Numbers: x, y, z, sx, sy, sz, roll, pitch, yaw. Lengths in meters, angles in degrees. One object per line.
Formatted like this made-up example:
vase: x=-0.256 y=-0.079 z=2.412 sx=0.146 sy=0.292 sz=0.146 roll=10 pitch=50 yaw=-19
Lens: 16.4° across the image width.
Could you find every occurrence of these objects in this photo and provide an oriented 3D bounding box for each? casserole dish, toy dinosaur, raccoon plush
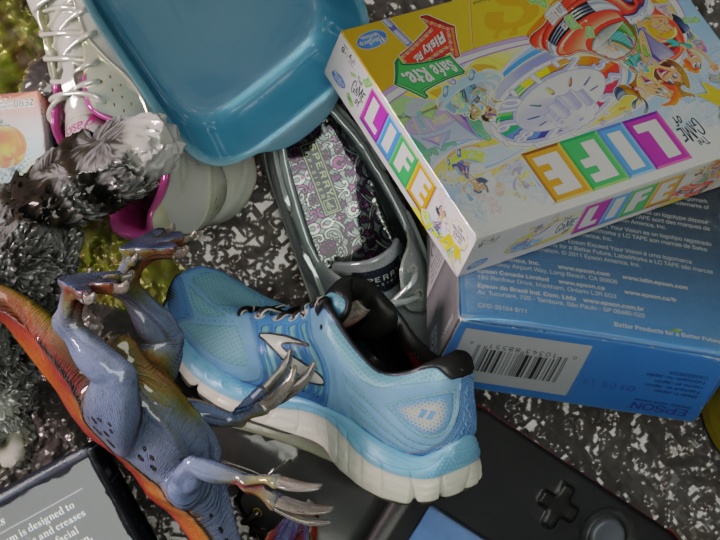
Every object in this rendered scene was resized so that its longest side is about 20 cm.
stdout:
casserole dish: x=-0.072 y=-0.138 z=1.216 sx=0.121 sy=0.200 sz=0.039 roll=-39 pitch=46 yaw=-7
toy dinosaur: x=-0.089 y=0.074 z=1.185 sx=0.200 sy=0.105 sz=0.182 roll=0 pitch=113 yaw=24
raccoon plush: x=-0.153 y=0.021 z=1.245 sx=0.200 sy=0.097 sz=0.134 roll=-20 pitch=134 yaw=15

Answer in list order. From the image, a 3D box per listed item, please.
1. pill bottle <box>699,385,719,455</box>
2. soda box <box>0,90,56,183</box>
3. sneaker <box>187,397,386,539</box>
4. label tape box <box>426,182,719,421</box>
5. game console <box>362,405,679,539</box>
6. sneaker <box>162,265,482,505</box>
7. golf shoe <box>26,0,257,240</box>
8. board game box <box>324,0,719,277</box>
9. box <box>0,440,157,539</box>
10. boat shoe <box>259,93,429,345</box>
pill bottle: x=0.239 y=0.061 z=1.248 sx=0.112 sy=0.200 sz=0.112 roll=0 pitch=88 yaw=-3
soda box: x=-0.257 y=-0.049 z=1.295 sx=0.200 sy=0.064 sz=0.069 roll=-5 pitch=88 yaw=-2
sneaker: x=-0.041 y=0.134 z=1.293 sx=0.200 sy=0.075 sz=0.106 roll=19 pitch=86 yaw=-3
label tape box: x=0.111 y=-0.029 z=1.293 sx=0.144 sy=0.063 sz=0.200 roll=9 pitch=52 yaw=-10
game console: x=0.064 y=0.190 z=1.286 sx=0.177 sy=0.031 sz=0.200 roll=34 pitch=85 yaw=-27
sneaker: x=-0.014 y=0.036 z=1.243 sx=0.200 sy=0.078 sz=0.090 roll=25 pitch=119 yaw=32
golf shoe: x=-0.129 y=-0.104 z=1.277 sx=0.075 sy=0.092 sz=0.200 roll=-28 pitch=95 yaw=38
board game box: x=0.100 y=-0.084 z=1.264 sx=0.200 sy=0.034 sz=0.135 roll=-19 pitch=63 yaw=-29
box: x=-0.131 y=0.196 z=1.249 sx=0.107 sy=0.148 sz=0.200 roll=-28 pitch=89 yaw=-4
boat shoe: x=0.001 y=-0.001 z=1.302 sx=0.070 sy=0.072 sz=0.201 roll=-25 pitch=89 yaw=-4
